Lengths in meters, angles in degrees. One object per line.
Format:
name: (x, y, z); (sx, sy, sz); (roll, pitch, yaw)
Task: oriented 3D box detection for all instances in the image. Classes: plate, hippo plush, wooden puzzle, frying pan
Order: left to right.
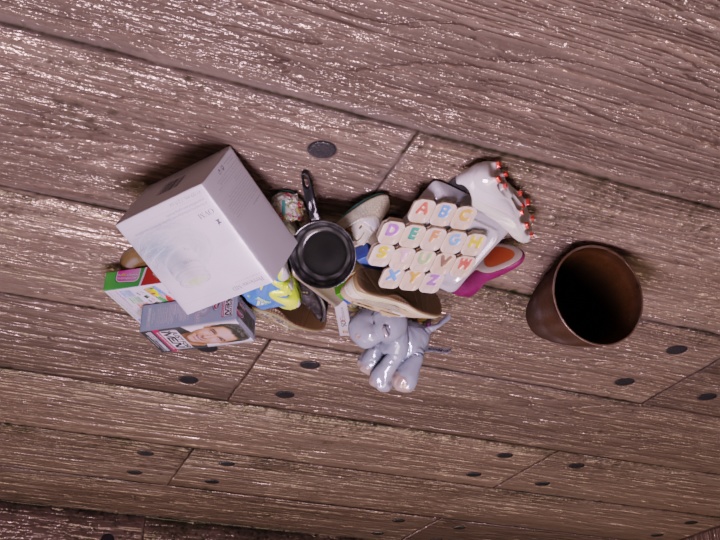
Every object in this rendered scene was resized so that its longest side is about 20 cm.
frying pan: (-0.083, -0.059, 1.549); (0.115, 0.190, 0.031); (-32, -178, 14)
wooden puzzle: (0.000, 0.000, 1.703); (0.199, 0.046, 0.185); (-27, 147, 16)
hippo plush: (0.061, 0.143, 1.823); (0.199, 0.160, 0.161); (-12, 148, 21)
plate: (0.150, -0.047, 1.625); (0.199, 0.032, 0.200); (20, 124, -31)

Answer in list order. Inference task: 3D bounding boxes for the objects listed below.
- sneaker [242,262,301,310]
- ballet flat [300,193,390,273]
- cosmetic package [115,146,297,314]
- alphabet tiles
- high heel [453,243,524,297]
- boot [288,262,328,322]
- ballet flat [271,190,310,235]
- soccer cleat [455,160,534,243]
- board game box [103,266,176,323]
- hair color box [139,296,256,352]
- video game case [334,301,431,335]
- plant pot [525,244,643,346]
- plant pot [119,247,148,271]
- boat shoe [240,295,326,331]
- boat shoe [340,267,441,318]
sneaker: (-0.176, 0.011, 1.670); (0.105, 0.076, 0.200); (-14, 136, 4)
ballet flat: (-0.023, -0.055, 1.588); (0.200, 0.062, 0.067); (-33, 149, 14)
cosmetic package: (-0.248, -0.060, 1.510); (0.199, 0.123, 0.200); (-20, 118, 32)
alphabet tiles: (0.115, -0.037, 1.587); (0.199, 0.015, 0.196); (7, 127, -23)
high heel: (0.243, 0.004, 1.742); (0.200, 0.068, 0.096); (-10, 143, 46)
boot: (-0.154, 0.032, 1.809); (0.173, 0.069, 0.200); (-3, 141, 8)
ballet flat: (-0.116, -0.065, 1.632); (0.075, 0.064, 0.200); (-6, 150, 13)
soccer cleat: (0.230, -0.113, 1.548); (0.077, 0.070, 0.200); (-12, 141, 30)
board game box: (-0.370, 0.044, 1.796); (0.199, 0.040, 0.153); (-8, 149, 14)
hair color box: (-0.313, 0.103, 1.796); (0.199, 0.061, 0.099); (-8, 149, 13)
video game case: (0.047, 0.081, 1.911); (0.199, 0.036, 0.181); (-1, 151, 3)
plant pot: (0.403, 0.068, 1.768); (0.186, 0.188, 0.200); (9, 163, -15)
plant pot: (-0.367, 0.008, 1.801); (0.199, 0.028, 0.200); (1, 151, 0)
boat shoe: (-0.165, 0.077, 1.883); (0.199, 0.074, 0.063); (22, 151, -14)
boat shoe: (0.058, 0.050, 1.688); (0.199, 0.072, 0.065); (16, 144, -31)
